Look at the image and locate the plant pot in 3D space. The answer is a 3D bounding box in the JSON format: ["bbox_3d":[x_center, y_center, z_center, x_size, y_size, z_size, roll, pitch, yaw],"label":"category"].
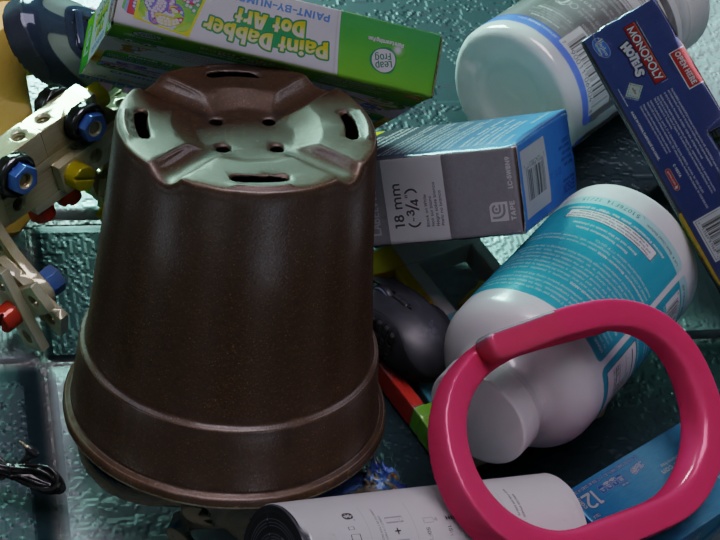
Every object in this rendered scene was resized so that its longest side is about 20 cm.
[{"bbox_3d":[-0.073,-0.001,1.203,0.199,0.199,0.201,5,32,-3],"label":"plant pot"}]

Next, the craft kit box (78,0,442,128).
[{"bbox_3d":[-0.070,-0.135,1.296,0.198,0.197,0.049,12,86,-13],"label":"craft kit box"}]

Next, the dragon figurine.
[{"bbox_3d":[-0.070,0.131,1.247,0.199,0.059,0.100,20,45,6],"label":"dragon figurine"}]

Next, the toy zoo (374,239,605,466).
[{"bbox_3d":[0.060,0.042,1.391,0.130,0.021,0.200,-18,53,-28],"label":"toy zoo"}]

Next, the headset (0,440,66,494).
[{"bbox_3d":[-0.227,0.158,1.149,0.093,0.124,0.200,12,25,-2],"label":"headset"}]

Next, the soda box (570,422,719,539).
[{"bbox_3d":[0.212,0.140,1.299,0.199,0.064,0.068,-26,57,-32],"label":"soda box"}]

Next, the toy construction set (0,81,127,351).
[{"bbox_3d":[-0.194,-0.047,1.357,0.092,0.132,0.200,14,47,26],"label":"toy construction set"}]

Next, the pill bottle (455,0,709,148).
[{"bbox_3d":[0.173,-0.172,1.561,0.114,0.114,0.200,36,49,22],"label":"pill bottle"}]

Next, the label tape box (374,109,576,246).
[{"bbox_3d":[0.034,-0.060,1.404,0.198,0.064,0.144,-5,11,21],"label":"label tape box"}]

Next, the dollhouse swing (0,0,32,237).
[{"bbox_3d":[-0.326,-0.108,1.441,0.199,0.177,0.182,-9,7,-20],"label":"dollhouse swing"}]

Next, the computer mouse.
[{"bbox_3d":[0.000,0.000,1.380,0.058,0.034,0.200,-24,55,-30],"label":"computer mouse"}]

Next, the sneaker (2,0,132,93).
[{"bbox_3d":[-0.158,-0.156,1.422,0.199,0.082,0.071,15,59,-53],"label":"sneaker"}]

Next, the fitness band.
[{"bbox_3d":[0.129,0.095,1.207,0.199,0.037,0.145,-15,83,-32],"label":"fitness band"}]

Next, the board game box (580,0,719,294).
[{"bbox_3d":[0.242,-0.062,1.435,0.061,0.200,0.201,-30,70,9],"label":"board game box"}]

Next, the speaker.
[{"bbox_3d":[0.036,0.165,1.194,0.199,0.081,0.081,-3,45,-33],"label":"speaker"}]

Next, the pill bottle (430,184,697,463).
[{"bbox_3d":[0.127,0.038,1.317,0.110,0.111,0.200,32,47,18],"label":"pill bottle"}]
